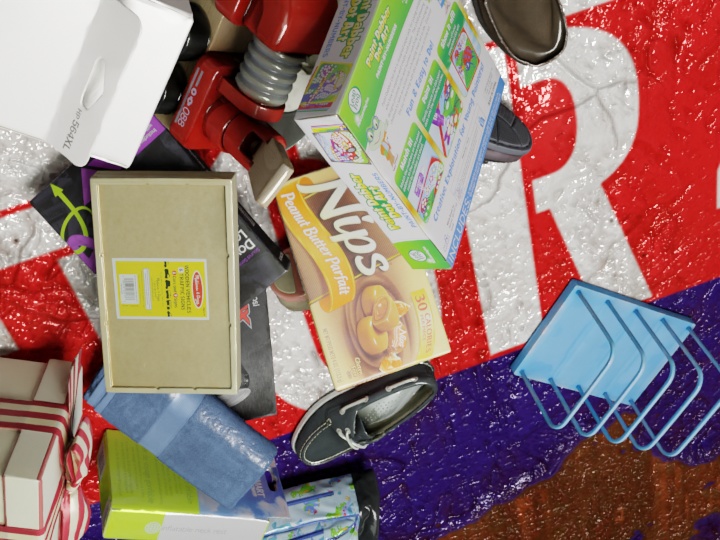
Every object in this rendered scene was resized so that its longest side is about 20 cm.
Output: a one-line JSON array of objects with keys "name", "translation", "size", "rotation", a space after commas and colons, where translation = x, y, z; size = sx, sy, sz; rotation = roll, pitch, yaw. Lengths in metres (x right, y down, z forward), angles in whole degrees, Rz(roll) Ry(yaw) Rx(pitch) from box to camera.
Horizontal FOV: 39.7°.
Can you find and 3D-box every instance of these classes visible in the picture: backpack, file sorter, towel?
[{"name": "backpack", "translation": [-0.077, 0.334, 1.210], "size": [0.197, 0.155, 0.165], "rotation": [2, 133, -3]}, {"name": "file sorter", "translation": [0.309, 0.124, 1.174], "size": [0.198, 0.123, 0.140], "rotation": [16, 120, -28]}, {"name": "towel", "translation": [-0.184, 0.154, 1.030], "size": [0.199, 0.049, 0.112], "rotation": [39, 129, -7]}]

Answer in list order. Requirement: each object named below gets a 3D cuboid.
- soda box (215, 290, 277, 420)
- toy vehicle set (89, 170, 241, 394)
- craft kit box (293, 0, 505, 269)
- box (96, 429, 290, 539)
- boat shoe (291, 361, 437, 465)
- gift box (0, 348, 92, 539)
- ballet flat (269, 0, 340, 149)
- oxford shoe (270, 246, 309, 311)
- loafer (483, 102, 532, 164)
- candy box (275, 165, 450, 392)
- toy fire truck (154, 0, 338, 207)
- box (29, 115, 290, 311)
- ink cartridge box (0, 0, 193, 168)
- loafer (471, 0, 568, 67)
[{"name": "soda box", "translation": [-0.128, 0.063, 1.025], "size": [0.070, 0.064, 0.202], "rotation": [-9, 128, -11]}, {"name": "toy vehicle set", "translation": [-0.170, 0.013, 0.888], "size": [0.122, 0.027, 0.203], "rotation": [2, 109, 1]}, {"name": "craft kit box", "translation": [0.042, -0.137, 0.801], "size": [0.048, 0.202, 0.198], "rotation": [1, 147, 31]}, {"name": "box", "translation": [-0.186, 0.240, 1.102], "size": [0.197, 0.122, 0.048], "rotation": [11, 119, -24]}, {"name": "boat shoe", "translation": [0.003, 0.167, 1.147], "size": [0.200, 0.061, 0.075], "rotation": [-43, 127, 15]}, {"name": "gift box", "translation": [-0.352, 0.180, 0.970], "size": [0.184, 0.201, 0.186], "rotation": [9, 128, -5]}, {"name": "ballet flat", "translation": [-0.037, -0.190, 0.860], "size": [0.200, 0.068, 0.068], "rotation": [-48, 152, 11]}, {"name": "oxford shoe", "translation": [0.002, -0.017, 1.018], "size": [0.197, 0.072, 0.074], "rotation": [-21, 156, -3]}, {"name": "loafer", "translation": [0.066, -0.142, 0.941], "size": [0.198, 0.073, 0.063], "rotation": [17, 139, -21]}, {"name": "candy box", "translation": [0.000, 0.000, 0.944], "size": [0.114, 0.203, 0.055], "rotation": [-17, 172, -4]}, {"name": "toy fire truck", "translation": [-0.079, -0.149, 0.770], "size": [0.128, 0.200, 0.177], "rotation": [-11, 138, -53]}, {"name": "box", "translation": [-0.179, -0.034, 0.906], "size": [0.142, 0.036, 0.200], "rotation": [-38, 105, 12]}, {"name": "ink cartridge box", "translation": [-0.208, -0.181, 0.726], "size": [0.124, 0.201, 0.129], "rotation": [16, 120, -27]}, {"name": "loafer", "translation": [0.130, -0.250, 0.867], "size": [0.072, 0.072, 0.200], "rotation": [-33, 129, 8]}]
